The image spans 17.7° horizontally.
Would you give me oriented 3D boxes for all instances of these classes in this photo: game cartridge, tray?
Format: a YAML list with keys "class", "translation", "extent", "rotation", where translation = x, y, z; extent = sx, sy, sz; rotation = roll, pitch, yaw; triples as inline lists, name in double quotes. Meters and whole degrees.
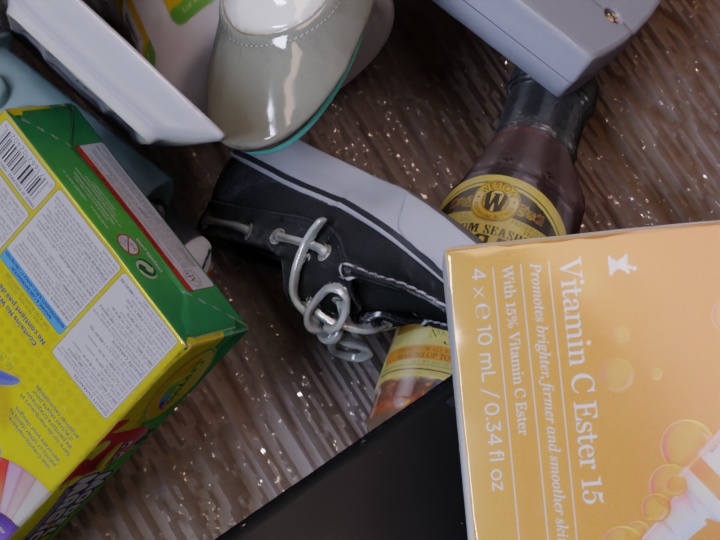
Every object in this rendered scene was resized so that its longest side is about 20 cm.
- class: "game cartridge"
  translation: [0.081, -0.161, 1.053]
  extent: [0.133, 0.040, 0.200]
  rotation: [34, 38, -4]
- class: "tray"
  translation: [-0.105, -0.080, 0.902]
  extent: [0.107, 0.200, 0.022]
  rotation: [43, 87, -8]

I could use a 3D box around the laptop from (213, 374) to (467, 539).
- class: "laptop"
  translation: [0.035, 0.175, 0.874]
  extent: [0.187, 0.116, 0.200]
  rotation: [-33, 67, -25]

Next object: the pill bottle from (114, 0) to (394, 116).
- class: "pill bottle"
  translation: [-0.073, -0.172, 1.032]
  extent: [0.111, 0.111, 0.200]
  rotation: [-17, 67, -20]

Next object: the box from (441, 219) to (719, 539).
- class: "box"
  translation: [0.132, 0.048, 0.797]
  extent: [0.199, 0.097, 0.125]
  rotation: [-6, 83, 2]

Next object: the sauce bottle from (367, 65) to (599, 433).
- class: "sauce bottle"
  translation: [0.058, -0.006, 0.997]
  extent: [0.066, 0.066, 0.200]
  rotation: [18, 59, -1]

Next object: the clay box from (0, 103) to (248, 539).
- class: "clay box"
  translation: [-0.146, 0.045, 0.880]
  extent: [0.115, 0.200, 0.048]
  rotation: [51, 28, 14]

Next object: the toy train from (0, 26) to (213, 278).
- class: "toy train"
  translation: [-0.143, -0.036, 0.942]
  extent: [0.200, 0.114, 0.085]
  rotation: [40, 62, 11]

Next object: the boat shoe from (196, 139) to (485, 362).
- class: "boat shoe"
  translation: [-0.002, -0.001, 0.934]
  extent: [0.199, 0.074, 0.068]
  rotation: [31, 84, 44]

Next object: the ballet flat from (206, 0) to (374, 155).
- class: "ballet flat"
  translation: [-0.019, -0.138, 0.919]
  extent: [0.067, 0.064, 0.200]
  rotation: [6, 55, 32]
